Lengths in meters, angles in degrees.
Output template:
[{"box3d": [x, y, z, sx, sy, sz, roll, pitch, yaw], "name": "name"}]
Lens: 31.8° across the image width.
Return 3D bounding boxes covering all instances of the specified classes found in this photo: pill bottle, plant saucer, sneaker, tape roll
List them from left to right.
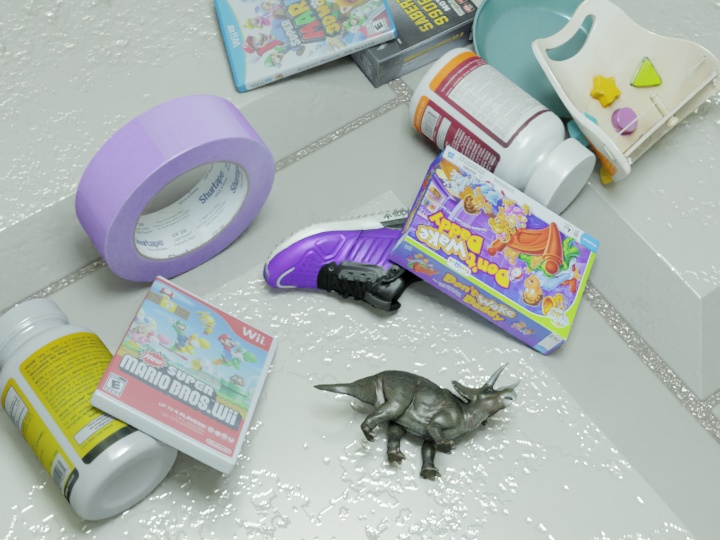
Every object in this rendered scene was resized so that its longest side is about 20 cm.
[{"box3d": [-0.270, 0.125, 1.192, 0.112, 0.113, 0.200, -32, 66, -23], "name": "pill bottle"}, {"box3d": [-0.186, -0.081, 1.280, 0.199, 0.201, 0.066, -28, 63, -21], "name": "tape roll"}, {"box3d": [0.000, 0.000, 1.324, 0.198, 0.070, 0.100, -14, 62, -13], "name": "sneaker"}, {"box3d": [0.158, -0.150, 1.410, 0.200, 0.110, 0.109, 41, 63, 19], "name": "pill bottle"}, {"box3d": [0.225, -0.260, 1.518, 0.197, 0.036, 0.202, 5, 64, -10], "name": "plant saucer"}]

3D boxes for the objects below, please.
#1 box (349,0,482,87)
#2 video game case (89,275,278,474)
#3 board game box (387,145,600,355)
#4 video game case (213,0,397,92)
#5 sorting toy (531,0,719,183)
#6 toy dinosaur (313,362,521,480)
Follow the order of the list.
[{"box3d": [0.030, -0.335, 1.554, 0.157, 0.049, 0.201, -26, 63, -21], "name": "box"}, {"box3d": [-0.162, 0.094, 1.207, 0.142, 0.018, 0.201, 28, 31, -8], "name": "video game case"}, {"box3d": [0.143, -0.021, 1.327, 0.199, 0.045, 0.135, 31, 57, -8], "name": "board game box"}, {"box3d": [-0.069, -0.305, 1.502, 0.198, 0.018, 0.144, -19, 66, 4], "name": "video game case"}, {"box3d": [0.284, -0.216, 1.433, 0.200, 0.107, 0.181, -39, 90, -26], "name": "sorting toy"}, {"box3d": [0.053, 0.139, 1.249, 0.198, 0.078, 0.103, 10, 45, 7], "name": "toy dinosaur"}]
